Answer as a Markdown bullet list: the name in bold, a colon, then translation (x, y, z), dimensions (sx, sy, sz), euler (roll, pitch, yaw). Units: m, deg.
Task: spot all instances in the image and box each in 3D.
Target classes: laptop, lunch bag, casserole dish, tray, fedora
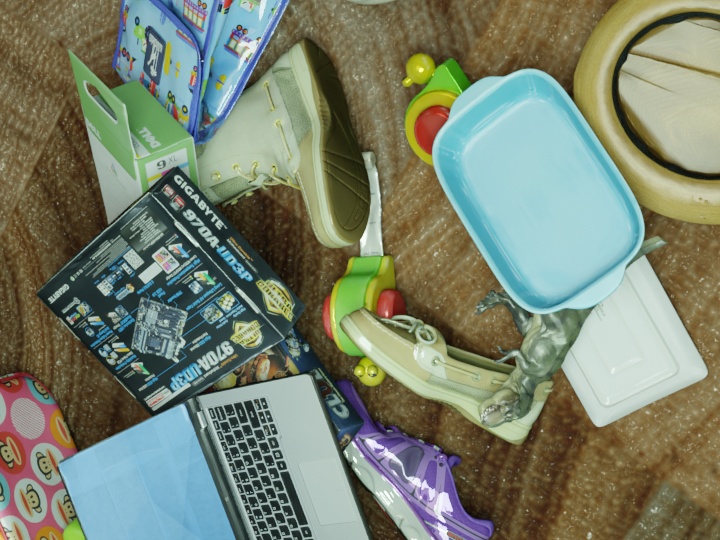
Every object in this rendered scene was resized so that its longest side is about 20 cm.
- **laptop**: translation (-0.112, 0.206, 0.959), dimensions (0.198, 0.116, 0.190), euler (-14, 101, 32)
- **lunch bag**: translation (-0.337, 0.205, 1.103), dimensions (0.081, 0.176, 0.202), euler (-26, 85, 19)
- **casserole dish**: translation (0.138, -0.059, 0.899), dimensions (0.120, 0.039, 0.202), euler (-36, 69, 16)
- **lunch bag**: translation (-0.150, -0.218, 1.033), dimensions (0.150, 0.093, 0.202), euler (40, 118, 37)
- **tray**: translation (0.191, 0.026, 0.958), dimensions (0.106, 0.022, 0.202), euler (-29, 96, 21)
- **fedora**: translation (0.266, -0.134, 0.905), dimensions (0.197, 0.082, 0.204), euler (2, 97, 16)

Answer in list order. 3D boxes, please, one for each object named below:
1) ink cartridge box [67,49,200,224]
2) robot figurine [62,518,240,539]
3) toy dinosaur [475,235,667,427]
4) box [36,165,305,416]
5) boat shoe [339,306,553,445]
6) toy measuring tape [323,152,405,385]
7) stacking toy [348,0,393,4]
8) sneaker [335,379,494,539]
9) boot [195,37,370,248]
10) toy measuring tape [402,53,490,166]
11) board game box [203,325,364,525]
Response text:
- **ink cartridge box**: translation (-0.187, -0.093, 1.011), dimensions (0.104, 0.059, 0.202), euler (44, 150, 37)
- **robot figurine**: translation (-0.173, 0.247, 1.080), dimensions (0.197, 0.116, 0.178), euler (17, 107, 17)
- **toy dinosaur**: translation (0.146, 0.030, 0.932), dimensions (0.088, 0.047, 0.201), euler (40, 95, 17)
- **box**: translation (-0.165, 0.026, 0.988), dimensions (0.159, 0.046, 0.199), euler (47, 131, -11)
- **boat shoe**: translation (0.072, 0.075, 0.965), dimensions (0.199, 0.073, 0.064), euler (31, 95, -20)
- **toy measuring tape**: translation (0.000, 0.000, 1.012), dimensions (0.072, 0.073, 0.204), euler (-3, 94, 20)
- **stacking toy**: translation (-0.001, -0.340, 0.980), dimensions (0.145, 0.146, 0.202), euler (-36, 64, 19)
- **sneaker**: translation (0.040, 0.173, 1.031), dimensions (0.083, 0.081, 0.201), euler (-39, 79, -7)
- **boot**: translation (-0.077, -0.084, 1.015), dimensions (0.153, 0.072, 0.203), euler (-27, 59, 24)
- **toy measuring tape**: translation (0.093, -0.092, 0.986), dimensions (0.073, 0.074, 0.201), euler (-33, 97, 19)
- **board game box**: translation (-0.093, 0.103, 1.036), dimensions (0.201, 0.034, 0.136), euler (52, 126, 25)
